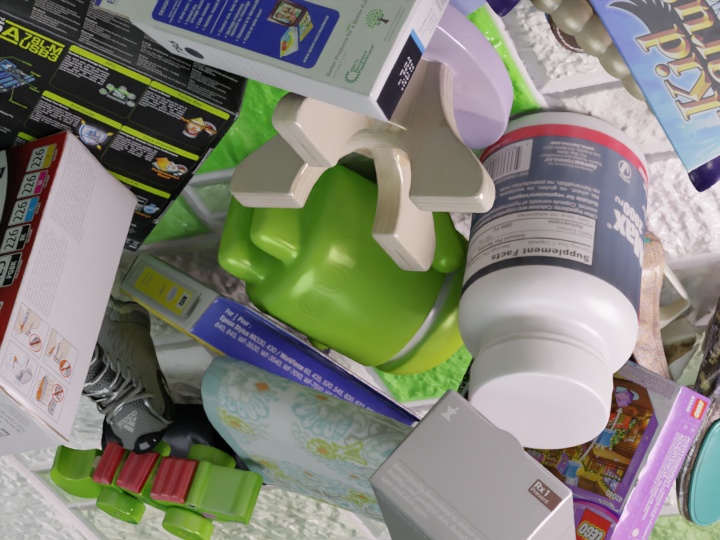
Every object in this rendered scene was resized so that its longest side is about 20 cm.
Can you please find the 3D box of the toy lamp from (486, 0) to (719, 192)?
[{"bbox_3d":[0.136,-0.128,1.136,0.200,0.058,0.058,43,139,-3],"label":"toy lamp"}]

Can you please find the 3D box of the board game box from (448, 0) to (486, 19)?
[{"bbox_3d":[0.035,-0.236,1.136,0.199,0.037,0.151,32,139,-29],"label":"board game box"}]

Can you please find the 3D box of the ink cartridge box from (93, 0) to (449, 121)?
[{"bbox_3d":[-0.050,-0.161,1.162,0.199,0.100,0.039,21,167,26],"label":"ink cartridge box"}]

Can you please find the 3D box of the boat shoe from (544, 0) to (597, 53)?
[{"bbox_3d":[0.186,-0.168,1.163,0.072,0.073,0.199,35,138,-31],"label":"boat shoe"}]

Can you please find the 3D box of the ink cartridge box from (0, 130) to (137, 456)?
[{"bbox_3d":[-0.261,0.026,1.353,0.174,0.201,0.084,-14,138,31],"label":"ink cartridge box"}]

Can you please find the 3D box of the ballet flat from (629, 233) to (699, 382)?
[{"bbox_3d":[0.211,0.044,1.464,0.067,0.068,0.201,-23,142,-1],"label":"ballet flat"}]

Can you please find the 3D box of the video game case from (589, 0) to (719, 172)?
[{"bbox_3d":[0.203,-0.181,1.051,0.180,0.045,0.201,-28,103,20],"label":"video game case"}]

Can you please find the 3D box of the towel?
[{"bbox_3d":[-0.014,0.130,1.438,0.170,0.048,0.200,16,162,19],"label":"towel"}]

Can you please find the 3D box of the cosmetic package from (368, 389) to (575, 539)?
[{"bbox_3d":[0.077,0.167,1.301,0.107,0.090,0.200,39,170,22],"label":"cosmetic package"}]

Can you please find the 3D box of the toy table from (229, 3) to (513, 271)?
[{"bbox_3d":[0.014,-0.091,1.243,0.183,0.118,0.200,-4,150,42],"label":"toy table"}]

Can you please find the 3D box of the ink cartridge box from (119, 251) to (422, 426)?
[{"bbox_3d":[-0.061,0.066,1.483,0.197,0.047,0.200,34,178,-29],"label":"ink cartridge box"}]

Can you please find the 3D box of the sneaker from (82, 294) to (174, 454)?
[{"bbox_3d":[-0.185,0.080,1.475,0.075,0.116,0.200,-29,169,15],"label":"sneaker"}]

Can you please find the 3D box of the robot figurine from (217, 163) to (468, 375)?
[{"bbox_3d":[0.000,0.000,1.404,0.199,0.116,0.175,27,142,-24],"label":"robot figurine"}]

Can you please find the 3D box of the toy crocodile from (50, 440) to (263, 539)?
[{"bbox_3d":[-0.153,0.158,1.517,0.199,0.068,0.062,7,157,42],"label":"toy crocodile"}]

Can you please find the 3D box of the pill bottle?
[{"bbox_3d":[0.125,0.008,1.312,0.118,0.201,0.120,7,145,5],"label":"pill bottle"}]

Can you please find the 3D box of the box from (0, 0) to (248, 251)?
[{"bbox_3d":[-0.203,-0.109,1.364,0.199,0.048,0.193,23,141,-16],"label":"box"}]

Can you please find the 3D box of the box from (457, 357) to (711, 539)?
[{"bbox_3d":[0.143,0.116,1.432,0.039,0.138,0.200,24,-178,-40],"label":"box"}]

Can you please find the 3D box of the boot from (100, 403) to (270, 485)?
[{"bbox_3d":[-0.135,0.137,1.622,0.167,0.077,0.200,-2,170,15],"label":"boot"}]

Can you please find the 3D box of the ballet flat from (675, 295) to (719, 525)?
[{"bbox_3d":[0.266,0.087,1.458,0.071,0.072,0.202,13,115,-5],"label":"ballet flat"}]
